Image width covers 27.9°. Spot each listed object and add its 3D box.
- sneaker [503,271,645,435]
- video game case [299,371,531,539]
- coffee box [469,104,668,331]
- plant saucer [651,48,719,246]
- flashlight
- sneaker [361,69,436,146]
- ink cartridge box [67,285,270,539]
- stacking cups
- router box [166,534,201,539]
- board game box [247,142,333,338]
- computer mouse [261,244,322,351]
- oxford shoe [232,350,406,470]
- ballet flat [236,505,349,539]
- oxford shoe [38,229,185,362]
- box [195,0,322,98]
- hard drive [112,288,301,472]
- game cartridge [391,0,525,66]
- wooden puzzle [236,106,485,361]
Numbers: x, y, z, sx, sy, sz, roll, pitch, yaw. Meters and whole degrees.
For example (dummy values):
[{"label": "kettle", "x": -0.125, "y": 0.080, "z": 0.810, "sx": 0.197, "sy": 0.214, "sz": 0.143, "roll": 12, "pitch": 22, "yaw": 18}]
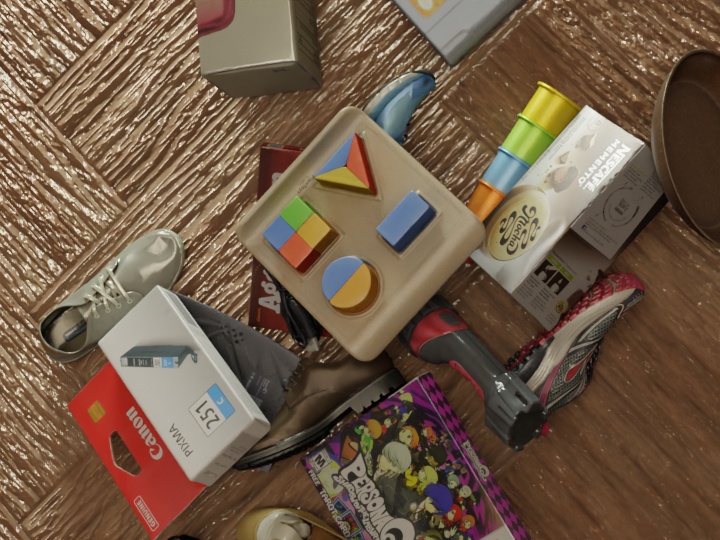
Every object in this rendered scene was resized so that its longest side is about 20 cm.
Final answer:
[{"label": "sneaker", "x": 0.219, "y": 0.082, "z": 1.491, "sx": 0.075, "sy": 0.081, "sz": 0.200, "roll": 41, "pitch": 107, "yaw": -5}, {"label": "video game case", "x": 0.053, "y": 0.235, "z": 1.495, "sx": 0.181, "sy": 0.036, "sz": 0.201, "roll": -36, "pitch": 79, "yaw": 29}, {"label": "coffee box", "x": 0.212, "y": -0.055, "z": 1.474, "sx": 0.200, "sy": 0.080, "sz": 0.113, "roll": -48, "pitch": 36, "yaw": 4}, {"label": "plant saucer", "x": 0.345, "y": -0.118, "z": 1.445, "sx": 0.036, "sy": 0.199, "sz": 0.202, "roll": -11, "pitch": 82, "yaw": 45}, {"label": "flashlight", "x": 0.111, "y": 0.103, "z": 1.467, "sx": 0.068, "sy": 0.068, "sz": 0.200, "roll": -43, "pitch": 48, "yaw": 2}, {"label": "sneaker", "x": 0.025, "y": -0.124, "z": 1.553, "sx": 0.090, "sy": 0.078, "sz": 0.201, "roll": 35, "pitch": 101, "yaw": 2}, {"label": "ink cartridge box", "x": -0.213, "y": 0.147, "z": 1.511, "sx": 0.176, "sy": 0.045, "sz": 0.200, "roll": -44, "pitch": 61, "yaw": 7}, {"label": "stacking cups", "x": 0.156, "y": -0.100, "z": 1.532, "sx": 0.060, "sy": 0.060, "sz": 0.201, "roll": 35, "pitch": 97, "yaw": 12}, {"label": "router box", "x": -0.131, "y": 0.382, "z": 1.535, "sx": 0.198, "sy": 0.062, "sz": 0.151, "roll": 15, "pitch": 89, "yaw": 12}, {"label": "board game box", "x": -0.063, "y": -0.030, "z": 1.539, "sx": 0.102, "sy": 0.019, "sz": 0.202, "roll": 8, "pitch": 109, "yaw": 8}, {"label": "computer mouse", "x": 0.000, "y": 0.000, "z": 1.504, "sx": 0.198, "sy": 0.053, "sz": 0.139, "roll": -18, "pitch": 107, "yaw": 7}, {"label": "oxford shoe", "x": -0.057, "y": 0.138, "z": 1.512, "sx": 0.199, "sy": 0.073, "sz": 0.085, "roll": -32, "pitch": 82, "yaw": -8}, {"label": "ballet flat", "x": -0.051, "y": 0.285, "z": 1.506, "sx": 0.199, "sy": 0.063, "sz": 0.069, "roll": 16, "pitch": 68, "yaw": 26}, {"label": "oxford shoe", "x": -0.274, "y": 0.030, "z": 1.597, "sx": 0.200, "sy": 0.058, "sz": 0.075, "roll": -39, "pitch": 77, "yaw": 4}, {"label": "box", "x": -0.113, "y": -0.299, "z": 1.558, "sx": 0.108, "sy": 0.128, "sz": 0.202, "roll": -6, "pitch": 84, "yaw": 10}, {"label": "hard drive", "x": -0.154, "y": 0.118, "z": 1.573, "sx": 0.199, "sy": 0.042, "sz": 0.136, "roll": 27, "pitch": 90, "yaw": 11}, {"label": "game cartridge", "x": 0.082, "y": -0.338, "z": 1.572, "sx": 0.133, "sy": 0.042, "sz": 0.200, "roll": -43, "pitch": 79, "yaw": 9}, {"label": "wooden puzzle", "x": -0.005, "y": -0.041, "z": 1.452, "sx": 0.200, "sy": 0.046, "sz": 0.185, "roll": 44, "pitch": 92, "yaw": 16}]
